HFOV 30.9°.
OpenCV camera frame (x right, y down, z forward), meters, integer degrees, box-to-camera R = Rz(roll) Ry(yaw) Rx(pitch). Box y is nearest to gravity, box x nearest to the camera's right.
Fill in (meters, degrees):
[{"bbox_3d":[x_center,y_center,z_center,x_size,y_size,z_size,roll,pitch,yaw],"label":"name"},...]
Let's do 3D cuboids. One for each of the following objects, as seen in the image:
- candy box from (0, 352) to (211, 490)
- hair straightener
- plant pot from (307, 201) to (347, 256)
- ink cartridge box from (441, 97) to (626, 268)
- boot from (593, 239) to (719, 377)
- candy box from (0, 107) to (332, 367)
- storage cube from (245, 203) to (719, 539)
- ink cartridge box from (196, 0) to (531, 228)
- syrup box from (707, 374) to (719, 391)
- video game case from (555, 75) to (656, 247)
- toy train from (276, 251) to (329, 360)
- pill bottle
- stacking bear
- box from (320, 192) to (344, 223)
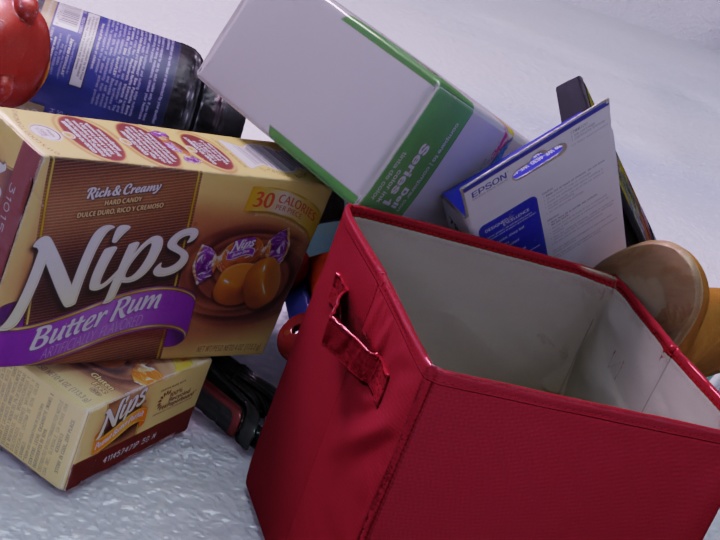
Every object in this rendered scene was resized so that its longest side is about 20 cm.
[{"bbox_3d":[-0.197,0.034,0.737,0.199,0.056,0.115,30,21,20],"label":"candy box"},{"bbox_3d":[-0.094,0.053,0.813,0.199,0.041,0.077,32,23,23],"label":"hair straightener"},{"bbox_3d":[0.052,-0.008,0.960,0.198,0.143,0.141,17,13,15],"label":"plant pot"},{"bbox_3d":[0.106,-0.022,0.768,0.099,0.201,0.039,-30,54,-8],"label":"ink cartridge box"},{"bbox_3d":[0.205,0.025,0.793,0.142,0.202,0.072,-14,68,-19],"label":"boot"},{"bbox_3d":[-0.116,-0.014,0.693,0.056,0.118,0.199,38,23,34],"label":"candy box"},{"bbox_3d":[0.055,0.097,0.665,0.198,0.182,0.171,13,23,-21],"label":"storage cube"},{"bbox_3d":[0.020,-0.087,0.792,0.145,0.084,0.199,40,10,29],"label":"ink cartridge box"},{"bbox_3d":[0.221,0.092,0.977,0.078,0.082,0.199,30,21,20],"label":"syrup box"},{"bbox_3d":[0.196,-0.043,0.974,0.182,0.025,0.200,63,14,-14],"label":"video game case"},{"bbox_3d":[0.000,0.000,0.866,0.085,0.115,0.201,58,10,-39],"label":"toy train"},{"bbox_3d":[-0.197,-0.148,1.094,0.198,0.113,0.112,17,22,-14],"label":"pill bottle"},{"bbox_3d":[-0.289,-0.156,0.898,0.198,0.123,0.113,12,-13,37],"label":"stacking bear"},{"bbox_3d":[-0.134,-0.046,0.880,0.198,0.049,0.158,-1,6,32],"label":"box"}]
